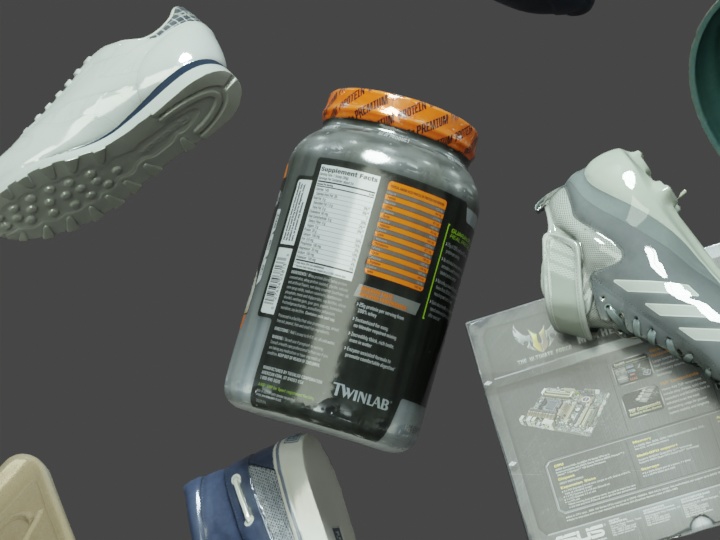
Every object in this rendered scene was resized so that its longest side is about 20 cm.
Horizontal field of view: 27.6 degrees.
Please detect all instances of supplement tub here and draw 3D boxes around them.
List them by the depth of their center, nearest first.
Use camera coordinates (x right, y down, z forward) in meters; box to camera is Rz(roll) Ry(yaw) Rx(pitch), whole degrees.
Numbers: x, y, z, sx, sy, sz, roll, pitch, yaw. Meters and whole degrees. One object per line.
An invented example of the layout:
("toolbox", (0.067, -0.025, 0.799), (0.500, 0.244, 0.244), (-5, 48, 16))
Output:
("supplement tub", (0.000, 0.000, 0.885), (0.122, 0.123, 0.201), (15, 82, 14))

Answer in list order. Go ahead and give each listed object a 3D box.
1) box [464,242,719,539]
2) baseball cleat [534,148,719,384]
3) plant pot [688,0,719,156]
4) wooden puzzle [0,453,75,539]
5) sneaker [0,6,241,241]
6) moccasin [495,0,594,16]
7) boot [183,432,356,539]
("box", (0.178, 0.079, 0.872), (0.199, 0.048, 0.159), (-18, 75, 7))
("baseball cleat", (0.171, 0.029, 0.831), (0.106, 0.070, 0.200), (-35, 64, 10))
("plant pot", (0.306, -0.127, 0.825), (0.200, 0.201, 0.134), (31, 60, 15))
("wooden puzzle", (-0.232, 0.230, 0.892), (0.185, 0.046, 0.200), (-47, 34, 0))
("sneaker", (-0.176, -0.095, 0.971), (0.200, 0.076, 0.081), (-31, 64, 0))
("moccasin", (0.068, -0.208, 0.933), (0.081, 0.068, 0.200), (-51, 51, 13))
("boot", (-0.041, 0.207, 0.889), (0.090, 0.073, 0.201), (-23, 69, 15))
